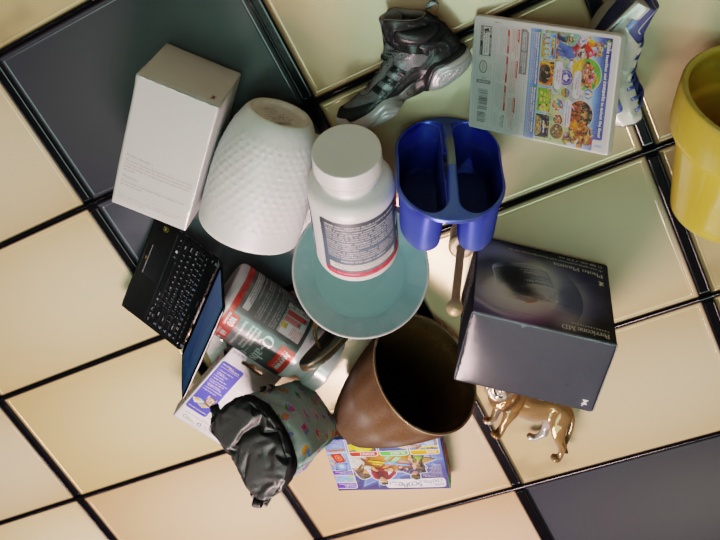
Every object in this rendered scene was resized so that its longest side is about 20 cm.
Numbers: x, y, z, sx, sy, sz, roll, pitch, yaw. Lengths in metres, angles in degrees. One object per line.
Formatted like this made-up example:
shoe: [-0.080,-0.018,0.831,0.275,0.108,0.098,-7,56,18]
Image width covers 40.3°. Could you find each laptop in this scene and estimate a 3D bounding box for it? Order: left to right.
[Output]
laptop: [-0.283,0.053,1.461,0.199,0.103,0.179,35,117,12]

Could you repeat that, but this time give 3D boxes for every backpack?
backpack: [-0.123,0.248,1.486,0.125,0.200,0.169,-29,84,17]

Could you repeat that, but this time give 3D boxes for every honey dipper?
honey dipper: [0.135,-0.003,1.336,0.037,0.201,0.039,4,123,6]

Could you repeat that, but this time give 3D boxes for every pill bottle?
pill bottle: [-0.128,0.089,1.492,0.199,0.116,0.116,34,122,-12]
pill bottle: [-0.010,-0.090,1.294,0.117,0.121,0.201,4,145,7]

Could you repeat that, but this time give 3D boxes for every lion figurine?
lion figurine: [0.271,0.216,1.538,0.197,0.073,0.124,20,111,-20]

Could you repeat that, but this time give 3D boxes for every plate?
plate: [0.000,0.000,1.401,0.197,0.204,0.026,14,166,1]

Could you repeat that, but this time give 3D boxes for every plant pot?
plant pot: [0.047,0.196,1.507,0.186,0.188,0.200,35,138,-12]
plant pot: [0.467,-0.142,1.205,0.197,0.203,0.191,9,139,4]

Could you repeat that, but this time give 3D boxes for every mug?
mug: [-0.109,-0.134,1.346,0.197,0.148,0.177,3,123,-29]

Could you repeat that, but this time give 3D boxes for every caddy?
caddy: [0.114,-0.118,1.276,0.139,0.202,0.106,0,137,-1]

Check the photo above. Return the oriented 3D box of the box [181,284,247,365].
box: [-0.227,0.112,1.570,0.041,0.039,0.202,-11,119,18]

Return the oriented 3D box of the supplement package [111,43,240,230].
supplement package: [-0.252,-0.182,1.343,0.115,0.118,0.202,22,124,-2]

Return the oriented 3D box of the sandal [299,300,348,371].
sandal: [-0.032,0.061,1.427,0.054,0.201,0.082,41,164,-13]

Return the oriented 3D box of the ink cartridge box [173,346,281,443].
ink cartridge box: [-0.212,0.194,1.573,0.094,0.037,0.200,34,125,-14]

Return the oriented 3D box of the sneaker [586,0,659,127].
sneaker: [0.322,-0.250,1.228,0.114,0.081,0.200,26,130,-11]

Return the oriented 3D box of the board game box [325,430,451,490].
board game box: [0.046,0.312,1.638,0.196,0.035,0.137,-3,130,12]

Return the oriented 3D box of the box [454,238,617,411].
box: [0.242,0.069,1.364,0.196,0.199,0.125,12,124,1]

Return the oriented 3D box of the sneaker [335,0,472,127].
sneaker: [0.037,-0.268,1.266,0.198,0.076,0.115,-26,114,17]

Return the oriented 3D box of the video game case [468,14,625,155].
video game case: [0.226,-0.233,1.219,0.198,0.018,0.146,18,119,33]
